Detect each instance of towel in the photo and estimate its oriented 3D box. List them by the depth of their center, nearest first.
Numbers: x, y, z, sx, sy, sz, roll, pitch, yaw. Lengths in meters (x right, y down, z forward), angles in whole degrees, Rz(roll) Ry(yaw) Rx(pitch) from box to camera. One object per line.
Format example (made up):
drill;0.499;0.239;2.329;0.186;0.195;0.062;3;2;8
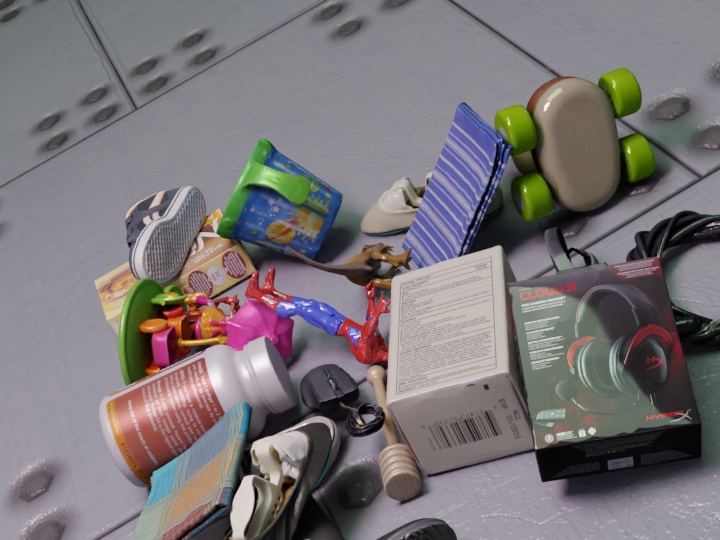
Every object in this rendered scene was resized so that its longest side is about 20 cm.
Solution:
towel;-0.172;0.218;1.294;0.147;0.022;0.200;-40;15;16
towel;0.107;-0.085;1.513;0.200;0.024;0.145;-68;26;20

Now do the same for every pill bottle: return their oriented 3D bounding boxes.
pill bottle;-0.177;0.152;1.433;0.200;0.112;0.112;-25;33;5

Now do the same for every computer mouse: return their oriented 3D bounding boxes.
computer mouse;-0.020;0.133;1.368;0.059;0.034;0.200;-14;14;-17

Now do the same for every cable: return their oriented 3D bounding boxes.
cable;0.354;-0.003;1.318;0.163;0.051;0.200;-12;36;23

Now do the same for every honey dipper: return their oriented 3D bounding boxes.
honey dipper;0.027;0.159;1.346;0.038;0.038;0.200;-24;32;5

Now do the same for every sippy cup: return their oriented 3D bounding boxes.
sippy cup;-0.098;-0.080;1.653;0.178;0.130;0.140;-75;11;-69

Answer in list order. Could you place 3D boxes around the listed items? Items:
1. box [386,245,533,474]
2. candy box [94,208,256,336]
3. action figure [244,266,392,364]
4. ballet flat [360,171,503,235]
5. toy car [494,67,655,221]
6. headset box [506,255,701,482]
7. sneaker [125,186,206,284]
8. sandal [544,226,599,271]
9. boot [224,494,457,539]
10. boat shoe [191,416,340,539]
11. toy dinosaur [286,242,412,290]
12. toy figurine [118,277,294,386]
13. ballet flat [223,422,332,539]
box;0.105;0.089;1.319;0.128;0.109;0.200;-17;35;16
candy box;-0.248;0.008;1.728;0.200;0.055;0.115;-30;33;-4
action figure;-0.023;0.035;1.452;0.200;0.099;0.065;31;19;16
ballet flat;0.080;-0.092;1.619;0.200;0.070;0.070;-9;38;27
toy car;0.226;-0.162;1.551;0.164;0.158;0.200;-20;20;-10
headset box;0.221;0.081;1.204;0.148;0.075;0.200;-10;55;8
sneaker;-0.269;-0.040;1.688;0.079;0.079;0.200;-8;27;20
sandal;0.241;0.029;1.343;0.043;0.076;0.200;-25;44;5
boot;-0.023;0.254;1.238;0.165;0.066;0.200;-34;29;-14
boat shoe;-0.109;0.211;1.335;0.200;0.070;0.071;-36;43;-11
toy dinosaur;0.000;0.000;1.527;0.106;0.061;0.200;6;5;20
toy figurine;-0.164;0.075;1.549;0.184;0.150;0.200;-1;15;14
ballet flat;-0.078;0.203;1.227;0.068;0.068;0.200;-15;35;30
